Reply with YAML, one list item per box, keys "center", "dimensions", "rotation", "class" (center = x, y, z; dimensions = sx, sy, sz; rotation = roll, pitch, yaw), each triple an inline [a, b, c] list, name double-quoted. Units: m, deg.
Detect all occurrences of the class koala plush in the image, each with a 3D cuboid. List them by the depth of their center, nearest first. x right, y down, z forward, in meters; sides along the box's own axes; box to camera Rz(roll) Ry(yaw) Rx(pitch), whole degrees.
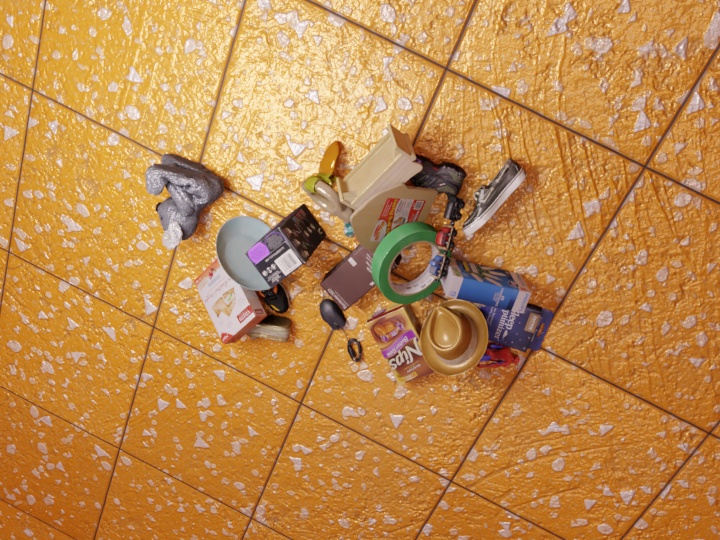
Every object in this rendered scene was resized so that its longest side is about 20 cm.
- center: [-0.450, -0.162, 1.588]
  dimensions: [0.180, 0.178, 0.204]
  rotation: [17, 111, -5]
  class: "koala plush"

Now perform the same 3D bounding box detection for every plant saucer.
- center: [-0.283, -0.039, 1.591]
  dimensions: [0.202, 0.202, 0.038]
  rotation: [49, 136, -9]
  class: "plant saucer"

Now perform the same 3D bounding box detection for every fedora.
- center: [0.217, 0.153, 1.538]
  dimensions: [0.197, 0.204, 0.082]
  rotation: [-24, 143, 21]
  class: "fedora"

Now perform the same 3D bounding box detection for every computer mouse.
- center: [-0.053, 0.167, 1.696]
  dimensions: [0.058, 0.034, 0.203]
  rotation: [-26, 104, 21]
  class: "computer mouse"

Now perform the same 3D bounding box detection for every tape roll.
- center: [0.123, -0.016, 1.512]
  dimensions: [0.196, 0.048, 0.204]
  rotation: [-13, 125, -18]
  class: "tape roll"

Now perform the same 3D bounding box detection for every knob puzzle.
- center: [0.062, -0.125, 1.457]
  dimensions: [0.215, 0.031, 0.223]
  rotation: [-15, 138, -14]
  class: "knob puzzle"

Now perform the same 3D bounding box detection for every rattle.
- center: [-0.039, -0.189, 1.547]
  dimensions: [0.199, 0.145, 0.130]
  rotation: [37, 151, -15]
  class: "rattle"

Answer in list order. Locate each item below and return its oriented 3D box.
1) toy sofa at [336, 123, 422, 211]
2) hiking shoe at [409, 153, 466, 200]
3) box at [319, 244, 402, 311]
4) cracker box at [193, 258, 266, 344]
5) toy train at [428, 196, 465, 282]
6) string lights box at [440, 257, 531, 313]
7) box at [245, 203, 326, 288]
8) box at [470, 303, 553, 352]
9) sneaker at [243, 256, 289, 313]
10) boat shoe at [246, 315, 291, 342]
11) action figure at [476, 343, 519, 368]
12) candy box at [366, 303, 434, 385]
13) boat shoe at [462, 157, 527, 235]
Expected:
- center: [0.042, -0.223, 1.428]
  dimensions: [0.096, 0.084, 0.200]
  rotation: [24, 127, -36]
  class: "toy sofa"
- center: [0.145, -0.212, 1.471]
  dimensions: [0.195, 0.076, 0.103]
  rotation: [15, 111, 6]
  class: "hiking shoe"
- center: [0.000, 0.000, 1.595]
  dimensions: [0.100, 0.075, 0.199]
  rotation: [45, 116, -7]
  class: "box"
- center: [-0.349, 0.074, 1.670]
  dimensions: [0.133, 0.057, 0.202]
  rotation: [-38, 72, 23]
  class: "cracker box"
- center: [0.198, -0.073, 1.461]
  dimensions: [0.045, 0.034, 0.205]
  rotation: [12, 94, -35]
  class: "toy train"
- center: [0.295, 0.035, 1.495]
  dimensions: [0.195, 0.103, 0.060]
  rotation: [12, 115, -9]
  class: "string lights box"
- center: [-0.179, -0.064, 1.540]
  dimensions: [0.121, 0.201, 0.107]
  rotation: [-33, 102, 23]
  class: "box"
- center: [0.375, 0.130, 1.580]
  dimensions: [0.195, 0.032, 0.124]
  rotation: [17, 114, 5]
  class: "box"
- center: [-0.261, 0.037, 1.662]
  dimensions: [0.069, 0.090, 0.203]
  rotation: [-22, 103, 22]
  class: "sneaker"
- center: [-0.286, 0.159, 1.727]
  dimensions: [0.195, 0.074, 0.068]
  rotation: [9, 117, 15]
  class: "boat shoe"
- center: [0.316, 0.214, 1.605]
  dimensions: [0.195, 0.067, 0.052]
  rotation: [10, 143, -7]
  class: "action figure"
- center: [0.112, 0.192, 1.655]
  dimensions: [0.115, 0.057, 0.203]
  rotation: [-24, 106, 20]
  class: "candy box"
- center: [0.298, -0.172, 1.459]
  dimensions: [0.063, 0.071, 0.201]
  rotation: [39, 107, -5]
  class: "boat shoe"
